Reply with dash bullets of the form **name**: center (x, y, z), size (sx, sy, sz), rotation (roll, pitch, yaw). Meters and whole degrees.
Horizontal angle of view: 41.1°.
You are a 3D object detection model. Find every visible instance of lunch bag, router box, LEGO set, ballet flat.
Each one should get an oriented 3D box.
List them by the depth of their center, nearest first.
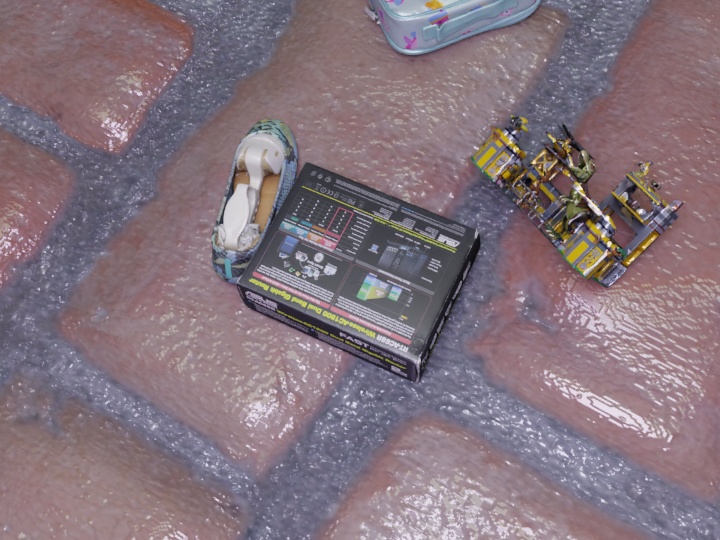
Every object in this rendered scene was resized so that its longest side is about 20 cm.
- **LEGO set**: center (0.213, -0.084, 0.914), size (0.116, 0.153, 0.200), rotation (-46, 54, 14)
- **router box**: center (0.000, 0.000, 0.946), size (0.198, 0.062, 0.151), rotation (23, 68, 14)
- **ballet flat**: center (-0.110, -0.085, 0.998), size (0.073, 0.074, 0.202), rotation (4, 65, 8)
- **lunch bag**: center (0.099, -0.333, 1.088), size (0.198, 0.077, 0.162), rotation (-21, 66, -4)
